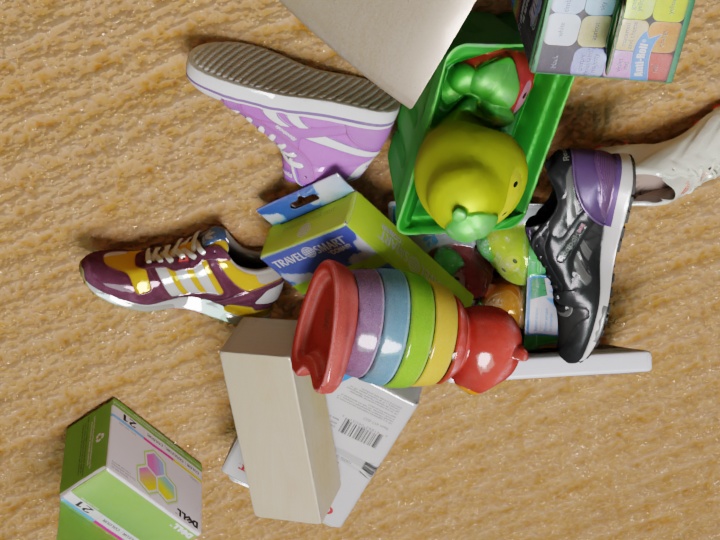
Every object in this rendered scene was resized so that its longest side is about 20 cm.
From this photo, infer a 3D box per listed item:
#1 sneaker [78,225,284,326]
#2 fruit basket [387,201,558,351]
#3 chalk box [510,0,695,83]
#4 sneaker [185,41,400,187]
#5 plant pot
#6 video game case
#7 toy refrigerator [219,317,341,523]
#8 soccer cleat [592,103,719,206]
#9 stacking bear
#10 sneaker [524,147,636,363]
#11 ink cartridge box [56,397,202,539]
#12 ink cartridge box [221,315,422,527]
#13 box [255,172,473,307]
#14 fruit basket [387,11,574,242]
[{"bbox_3d":[-0.169,-0.008,1.403,0.198,0.075,0.091,9,123,-22],"label":"sneaker"},{"bbox_3d":[0.127,0.011,1.432,0.198,0.094,0.187,-2,130,0],"label":"fruit basket"},{"bbox_3d":[0.198,-0.234,1.167,0.122,0.201,0.126,3,130,-8],"label":"chalk box"},{"bbox_3d":[-0.074,-0.130,1.310,0.199,0.073,0.115,15,129,-18],"label":"sneaker"},{"bbox_3d":[0.015,-0.286,1.125,0.176,0.201,0.201,26,123,-10],"label":"plant pot"},{"bbox_3d":[0.175,0.094,1.465,0.198,0.182,0.024,-3,89,-3],"label":"video game case"},{"bbox_3d":[-0.075,0.147,1.428,0.075,0.070,0.202,3,121,20],"label":"toy refrigerator"},{"bbox_3d":[0.309,-0.101,1.367,0.198,0.078,0.070,-16,129,7],"label":"soccer cleat"},{"bbox_3d":[0.053,0.061,1.315,0.198,0.121,0.115,10,95,-18],"label":"stacking bear"},{"bbox_3d":[0.187,-0.016,1.329,0.087,0.076,0.202,7,107,-5],"label":"sneaker"},{"bbox_3d":[-0.240,0.260,1.523,0.075,0.201,0.148,-33,126,20],"label":"ink cartridge box"},{"bbox_3d":[-0.039,0.152,1.514,0.145,0.085,0.201,27,125,-6],"label":"ink cartridge box"},{"bbox_3d":[0.000,0.000,1.382,0.121,0.048,0.200,-20,130,41],"label":"box"},{"bbox_3d":[0.105,-0.104,1.252,0.154,0.216,0.217,-4,132,-24],"label":"fruit basket"}]
